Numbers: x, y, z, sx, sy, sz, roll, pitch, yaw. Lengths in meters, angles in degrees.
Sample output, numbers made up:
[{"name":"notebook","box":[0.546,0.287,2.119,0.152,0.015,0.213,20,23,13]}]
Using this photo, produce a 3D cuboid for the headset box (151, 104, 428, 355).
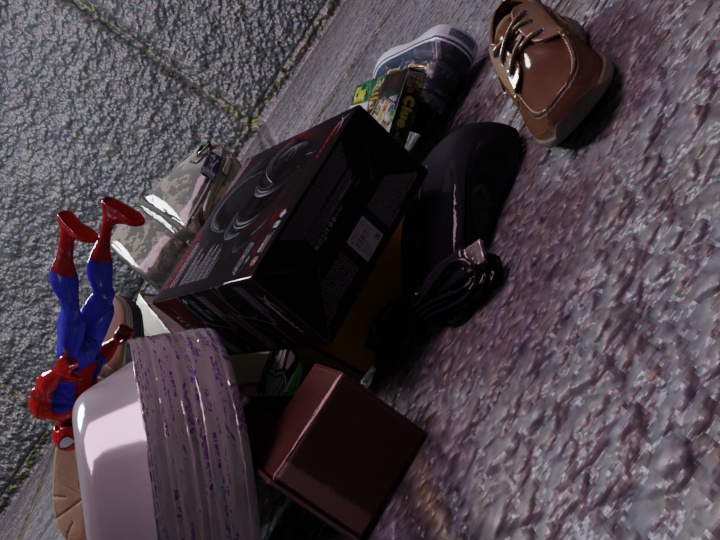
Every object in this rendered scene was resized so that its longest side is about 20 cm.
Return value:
[{"name":"headset box","box":[-0.061,-0.021,0.739,0.199,0.077,0.150,-10,44,57]}]

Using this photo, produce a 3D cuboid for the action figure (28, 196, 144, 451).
[{"name":"action figure","box":[-0.193,0.049,0.696,0.065,0.051,0.202,-34,-29,-52]}]

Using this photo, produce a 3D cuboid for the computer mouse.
[{"name":"computer mouse","box":[0.062,-0.042,0.724,0.138,0.052,0.202,-42,20,49]}]

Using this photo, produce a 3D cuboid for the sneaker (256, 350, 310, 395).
[{"name":"sneaker","box":[-0.093,0.085,0.906,0.200,0.085,0.079,-32,27,58]}]

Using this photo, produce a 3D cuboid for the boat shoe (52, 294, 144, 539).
[{"name":"boat shoe","box":[-0.196,0.115,0.791,0.071,0.064,0.203,15,100,36]}]

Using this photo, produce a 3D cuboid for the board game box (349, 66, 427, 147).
[{"name":"board game box","box":[0.013,-0.139,0.987,0.200,0.023,0.106,-154,79,-75]}]

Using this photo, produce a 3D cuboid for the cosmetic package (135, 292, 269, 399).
[{"name":"cosmetic package","box":[-0.164,0.133,0.869,0.103,0.086,0.202,40,116,46]}]

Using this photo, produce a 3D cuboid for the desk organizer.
[{"name":"desk organizer","box":[-0.033,0.110,0.678,0.078,0.071,0.200,-56,14,-10]}]

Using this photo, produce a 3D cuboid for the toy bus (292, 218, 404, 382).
[{"name":"toy bus","box":[0.000,0.000,0.804,0.078,0.065,0.202,-51,13,52]}]

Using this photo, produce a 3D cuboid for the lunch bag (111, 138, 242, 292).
[{"name":"lunch bag","box":[-0.160,-0.029,1.143,0.168,0.200,0.139,-52,40,-10]}]

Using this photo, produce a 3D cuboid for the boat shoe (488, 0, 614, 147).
[{"name":"boat shoe","box":[0.123,-0.147,0.710,0.076,0.071,0.201,-51,15,19]}]

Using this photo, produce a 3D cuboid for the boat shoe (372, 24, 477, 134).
[{"name":"boat shoe","box":[0.048,-0.187,1.061,0.092,0.070,0.200,-63,14,-15]}]

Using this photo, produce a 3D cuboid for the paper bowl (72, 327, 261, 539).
[{"name":"paper bowl","box":[-0.134,0.145,0.675,0.200,0.103,0.204,172,90,-73]}]
